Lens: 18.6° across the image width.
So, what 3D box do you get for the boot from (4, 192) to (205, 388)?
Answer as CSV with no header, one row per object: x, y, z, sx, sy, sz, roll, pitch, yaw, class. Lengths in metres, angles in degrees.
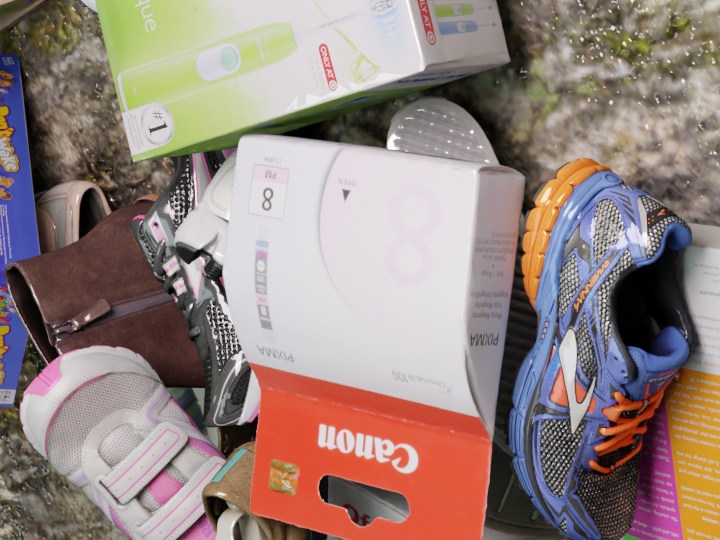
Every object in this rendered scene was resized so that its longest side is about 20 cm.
-0.109,0.055,1.329,0.072,0.166,0.201,-34,84,52,boot

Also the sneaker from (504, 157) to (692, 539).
0.121,0.049,1.078,0.078,0.075,0.201,20,122,42,sneaker

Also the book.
0.174,0.076,1.114,0.133,0.048,0.201,10,116,48,book

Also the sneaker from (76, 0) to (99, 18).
-0.103,-0.165,1.276,0.200,0.074,0.080,39,131,29,sneaker

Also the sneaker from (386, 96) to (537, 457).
0.071,0.004,1.175,0.082,0.074,0.201,7,-115,-86,sneaker

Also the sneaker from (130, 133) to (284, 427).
-0.092,-0.006,1.280,0.080,0.086,0.201,124,147,-72,sneaker

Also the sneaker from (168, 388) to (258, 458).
-0.112,0.106,1.437,0.090,0.067,0.201,-4,101,40,sneaker

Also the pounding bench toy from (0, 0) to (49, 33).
-0.309,-0.196,1.427,0.200,0.156,0.125,-20,95,53,pounding bench toy

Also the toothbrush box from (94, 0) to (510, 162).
-0.039,-0.151,1.142,0.199,0.086,0.146,-13,90,36,toothbrush box

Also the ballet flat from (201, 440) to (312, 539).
-0.047,0.195,1.212,0.068,0.072,0.201,-1,107,42,ballet flat

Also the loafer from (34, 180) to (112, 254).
-0.170,0.036,1.475,0.063,0.072,0.201,-21,92,45,loafer

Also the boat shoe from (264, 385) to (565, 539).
0.043,0.091,1.216,0.199,0.068,0.072,21,91,-4,boat shoe

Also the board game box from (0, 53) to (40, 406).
-0.252,-0.029,1.468,0.135,0.045,0.201,111,155,-44,board game box

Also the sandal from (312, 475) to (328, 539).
-0.016,0.081,1.295,0.043,0.076,0.201,-112,27,-59,sandal

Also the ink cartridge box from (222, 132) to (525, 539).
-0.002,0.039,1.104,0.162,0.057,0.201,10,91,40,ink cartridge box

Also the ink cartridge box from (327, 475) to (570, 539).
0.056,0.208,1.294,0.146,0.083,0.201,29,131,35,ink cartridge box

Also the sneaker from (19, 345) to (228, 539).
-0.110,0.117,1.249,0.200,0.081,0.088,44,177,-38,sneaker

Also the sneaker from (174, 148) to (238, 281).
0.000,0.000,1.214,0.199,0.081,0.075,29,166,-12,sneaker
